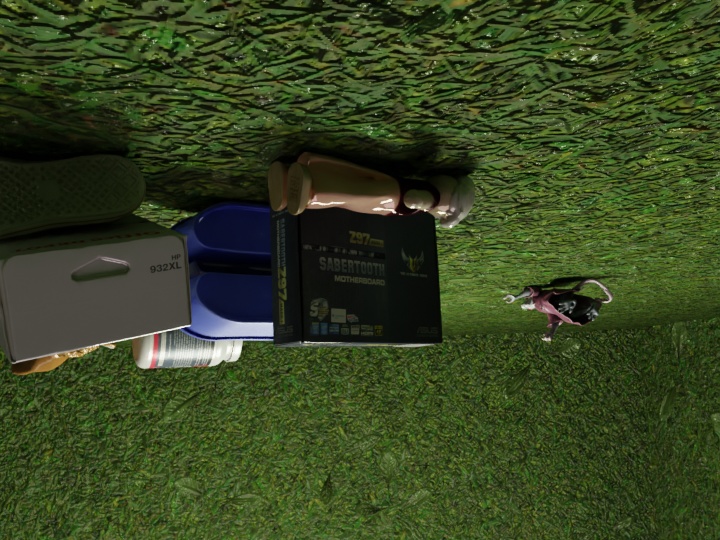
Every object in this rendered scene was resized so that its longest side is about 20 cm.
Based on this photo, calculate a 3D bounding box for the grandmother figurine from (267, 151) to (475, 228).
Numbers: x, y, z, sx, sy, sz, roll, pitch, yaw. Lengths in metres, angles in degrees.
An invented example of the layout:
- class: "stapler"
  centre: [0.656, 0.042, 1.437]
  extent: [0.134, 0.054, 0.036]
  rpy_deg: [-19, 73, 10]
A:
- class: "grandmother figurine"
  centre: [0.024, -0.071, 0.642]
  extent: [0.200, 0.061, 0.121]
  rpy_deg: [0, -162, -32]

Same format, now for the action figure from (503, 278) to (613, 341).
- class: "action figure"
  centre: [0.414, 0.061, 1.520]
  extent: [0.149, 0.134, 0.200]
  rpy_deg: [-44, -167, -10]

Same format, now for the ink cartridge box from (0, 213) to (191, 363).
- class: "ink cartridge box"
  centre: [-0.254, 0.001, 0.621]
  extent: [0.145, 0.084, 0.200]
  rpy_deg: [-11, -163, -33]

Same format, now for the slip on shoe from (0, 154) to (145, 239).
- class: "slip on shoe"
  centre: [-0.277, -0.059, 0.570]
  extent: [0.200, 0.074, 0.061]
  rpy_deg: [-6, 174, -15]

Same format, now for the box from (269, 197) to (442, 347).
- class: "box"
  centre: [0.000, 0.000, 0.732]
  extent: [0.200, 0.158, 0.051]
  rpy_deg: [7, 166, -42]

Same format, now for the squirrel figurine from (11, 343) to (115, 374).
- class: "squirrel figurine"
  centre: [-0.543, 0.120, 1.363]
  extent: [0.200, 0.142, 0.187]
  rpy_deg: [-6, 177, 32]

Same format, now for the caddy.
- class: "caddy"
  centre: [-0.125, 0.003, 0.772]
  extent: [0.200, 0.142, 0.105]
  rpy_deg: [4, 163, -34]

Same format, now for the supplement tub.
- class: "supplement tub"
  centre: [-0.350, 0.125, 1.420]
  extent: [0.200, 0.141, 0.140]
  rpy_deg: [2, 169, -25]
